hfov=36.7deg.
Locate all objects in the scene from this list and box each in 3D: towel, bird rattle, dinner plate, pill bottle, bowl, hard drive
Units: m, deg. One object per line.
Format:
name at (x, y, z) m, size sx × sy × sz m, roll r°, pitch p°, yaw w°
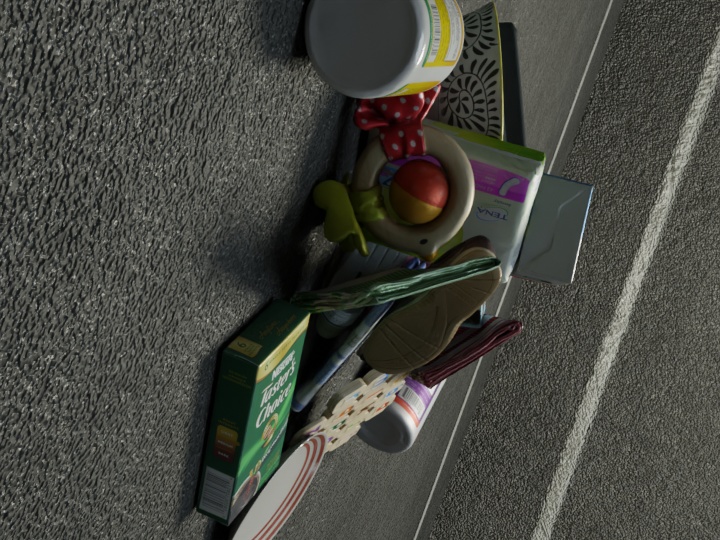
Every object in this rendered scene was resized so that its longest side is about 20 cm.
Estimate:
towel at (0.027, 0.013, 1.099) m, size 0.150 × 0.199 × 0.024 m, roll -15°, pitch 91°, yaw -27°
bird rattle at (0.043, -0.100, 1.127) m, size 0.202 × 0.161 × 0.113 m, roll -61°, pitch -176°, yaw 3°
towel at (0.121, 0.097, 1.424) m, size 0.143 × 0.023 × 0.200 m, roll -31°, pitch -173°, yaw -9°
dinner plate at (-0.105, 0.268, 1.268) m, size 0.201 × 0.024 × 0.201 m, roll -52°, pitch 165°, yaw -20°
pill bottle at (0.032, -0.217, 0.992) m, size 0.200 × 0.111 × 0.115 m, roll -30°, pitch 139°, yaw -68°
bowl at (0.114, -0.211, 1.285) m, size 0.201 × 0.092 × 0.205 m, roll -2°, pitch 90°, yaw -87°
hard drive at (0.179, -0.180, 1.335) m, size 0.140 × 0.032 × 0.204 m, roll 83°, pitch 6°, yaw -65°
towel at (-0.005, 0.075, 1.289) m, size 0.201 × 0.024 × 0.147 m, roll -51°, pitch 176°, yaw 28°
pill bottle at (0.067, 0.168, 1.648) m, size 0.113 × 0.110 × 0.201 m, roll 96°, pitch 20°, yaw -45°

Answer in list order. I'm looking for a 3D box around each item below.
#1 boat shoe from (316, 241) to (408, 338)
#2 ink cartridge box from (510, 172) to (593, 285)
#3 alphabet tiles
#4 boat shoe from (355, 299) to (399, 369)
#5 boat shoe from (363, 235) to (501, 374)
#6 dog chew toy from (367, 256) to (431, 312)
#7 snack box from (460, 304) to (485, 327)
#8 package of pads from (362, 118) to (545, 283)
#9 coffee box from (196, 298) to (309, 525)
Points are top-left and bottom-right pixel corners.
boat shoe at (0.000, 0.000, 1.292) m, size 0.062 × 0.072 × 0.200 m, roll -48°, pitch -177°, yaw 47°
ink cartridge box at (0.227, -0.046, 1.330) m, size 0.200 × 0.066 × 0.119 m, roll 18°, pitch 85°, yaw -86°
alphabet tiles at (-0.021, 0.182, 1.350) m, size 0.194 × 0.015 × 0.201 m, roll -28°, pitch 158°, yaw -32°
boat shoe at (0.054, 0.071, 1.320) m, size 0.067 × 0.057 × 0.200 m, roll -45°, pitch 175°, yaw -33°
boat shoe at (0.080, 0.038, 1.202) m, size 0.200 × 0.072 × 0.065 m, roll -47°, pitch -167°, yaw 28°
dog chew toy at (0.064, 0.044, 1.464) m, size 0.201 × 0.123 × 0.126 m, roll 95°, pitch 20°, yaw -68°
snack box at (0.149, -0.037, 1.419) m, size 0.116 × 0.036 × 0.204 m, roll -47°, pitch 140°, yaw -77°
package of pads at (0.095, -0.082, 1.231) m, size 0.068 × 0.196 × 0.157 m, roll -60°, pitch 165°, yaw -54°
coffee box at (-0.108, 0.143, 1.096) m, size 0.123 × 0.043 × 0.203 m, roll -44°, pitch 151°, yaw -59°
